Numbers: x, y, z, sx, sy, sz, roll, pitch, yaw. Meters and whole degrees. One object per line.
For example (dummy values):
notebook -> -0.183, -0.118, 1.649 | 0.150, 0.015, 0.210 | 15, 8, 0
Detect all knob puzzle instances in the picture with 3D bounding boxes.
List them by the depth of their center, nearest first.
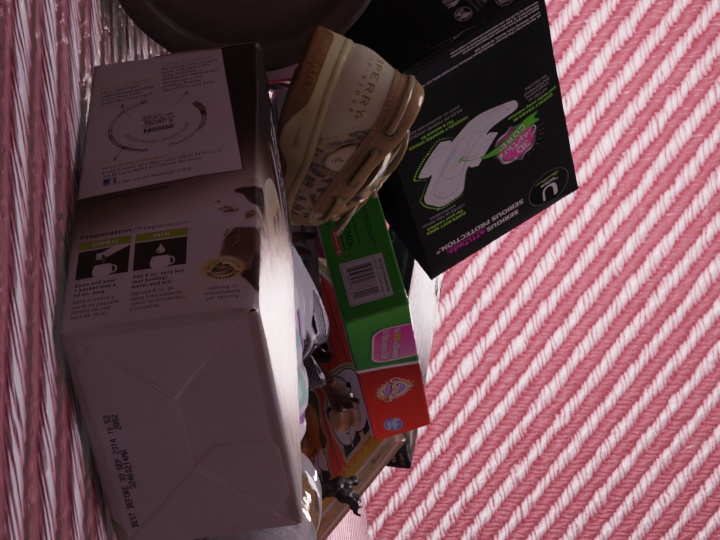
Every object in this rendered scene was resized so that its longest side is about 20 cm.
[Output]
knob puzzle -> -0.040, 0.079, 1.426 | 0.219, 0.030, 0.222 | 15, -73, 62

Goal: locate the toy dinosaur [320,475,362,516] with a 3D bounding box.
toy dinosaur -> -0.039, 0.161, 1.106 | 0.048, 0.087, 0.202 | -92, 175, -72

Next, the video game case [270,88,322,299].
video game case -> -0.060, -0.003, 1.383 | 0.200, 0.023, 0.183 | 115, -30, -64

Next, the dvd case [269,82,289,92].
dvd case -> 0.007, -0.126, 1.517 | 0.148, 0.199, 0.016 | 9, 98, -56

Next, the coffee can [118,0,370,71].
coffee can -> -0.057, -0.188, 1.031 | 0.200, 0.145, 0.148 | -92, 174, -79

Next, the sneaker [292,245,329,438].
sneaker -> -0.048, 0.049, 1.030 | 0.140, 0.077, 0.202 | 51, 30, -59

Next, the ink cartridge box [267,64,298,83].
ink cartridge box -> -0.053, -0.231, 1.365 | 0.083, 0.145, 0.201 | 85, -2, -51

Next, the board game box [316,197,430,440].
board game box -> 0.000, 0.000, 1.209 | 0.200, 0.040, 0.154 | 77, -2, -66

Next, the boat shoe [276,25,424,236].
boat shoe -> -0.007, -0.059, 0.965 | 0.200, 0.062, 0.074 | 96, 13, -80

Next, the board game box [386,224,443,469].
board game box -> 0.036, 0.033, 1.486 | 0.136, 0.028, 0.201 | 78, 20, -55

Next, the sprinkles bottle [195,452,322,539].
sprinkles bottle -> -0.054, 0.150, 0.980 | 0.200, 0.068, 0.069 | -91, 174, -75

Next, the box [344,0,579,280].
box -> 0.043, -0.124, 1.234 | 0.149, 0.124, 0.201 | 54, -10, 35

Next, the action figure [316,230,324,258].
action figure -> -0.014, 0.004, 1.553 | 0.134, 0.148, 0.201 | 2, -60, 66

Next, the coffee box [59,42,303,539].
coffee box -> -0.071, 0.004, 0.817 | 0.201, 0.079, 0.114 | -95, 176, -53

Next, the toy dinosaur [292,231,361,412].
toy dinosaur -> -0.062, 0.014, 1.183 | 0.200, 0.085, 0.137 | -113, -172, -75
